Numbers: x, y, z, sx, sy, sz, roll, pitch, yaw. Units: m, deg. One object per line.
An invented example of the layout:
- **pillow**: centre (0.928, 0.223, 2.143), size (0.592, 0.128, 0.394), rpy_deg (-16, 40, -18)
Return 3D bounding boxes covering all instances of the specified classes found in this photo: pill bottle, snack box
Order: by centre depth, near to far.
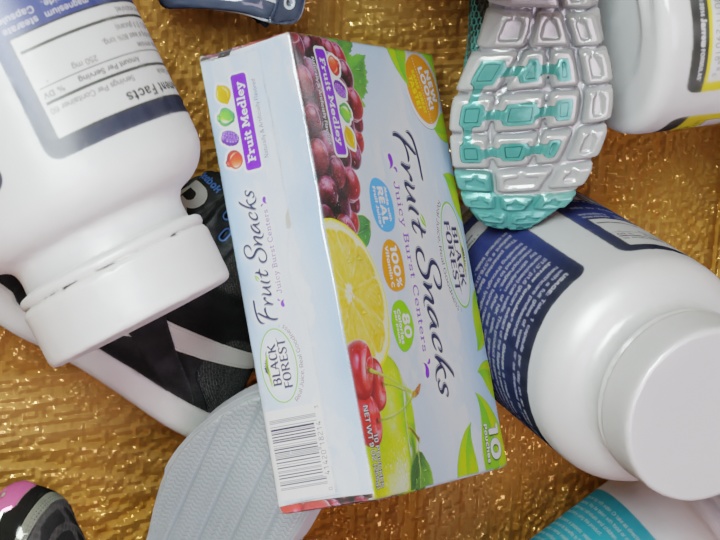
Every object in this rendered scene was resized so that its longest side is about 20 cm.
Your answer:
- **pill bottle**: centre (-0.134, -0.068, 0.857), size (0.111, 0.111, 0.201), rpy_deg (-26, 90, -13)
- **snack box**: centre (0.000, 0.000, 0.941), size (0.142, 0.053, 0.201), rpy_deg (-3, 82, -64)
- **pill bottle**: centre (0.115, 0.034, 1.000), size (0.111, 0.200, 0.112), rpy_deg (-7, 110, -20)
- **pill bottle**: centre (0.210, -0.132, 1.034), size (0.199, 0.111, 0.112), rpy_deg (-8, 110, -20)
- **pill bottle**: centre (0.128, 0.182, 1.107), size (0.200, 0.111, 0.111), rpy_deg (-36, 117, -8)

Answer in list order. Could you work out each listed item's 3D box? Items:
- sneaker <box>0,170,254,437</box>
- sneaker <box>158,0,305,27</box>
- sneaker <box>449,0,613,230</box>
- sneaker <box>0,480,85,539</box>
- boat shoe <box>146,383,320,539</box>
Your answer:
- **sneaker**: centre (-0.115, -0.013, 0.966), size (0.200, 0.073, 0.112), rpy_deg (36, 88, -37)
- **sneaker**: centre (-0.010, -0.176, 0.948), size (0.199, 0.070, 0.109), rpy_deg (-15, 108, -10)
- **sneaker**: centre (0.082, -0.121, 0.996), size (0.077, 0.091, 0.201), rpy_deg (6, 104, -1)
- **sneaker**: centre (-0.122, 0.191, 0.985), size (0.074, 0.087, 0.201), rpy_deg (-39, 122, -58)
- **boat shoe**: centre (-0.065, 0.123, 1.008), size (0.072, 0.062, 0.200), rpy_deg (37, 120, 9)
